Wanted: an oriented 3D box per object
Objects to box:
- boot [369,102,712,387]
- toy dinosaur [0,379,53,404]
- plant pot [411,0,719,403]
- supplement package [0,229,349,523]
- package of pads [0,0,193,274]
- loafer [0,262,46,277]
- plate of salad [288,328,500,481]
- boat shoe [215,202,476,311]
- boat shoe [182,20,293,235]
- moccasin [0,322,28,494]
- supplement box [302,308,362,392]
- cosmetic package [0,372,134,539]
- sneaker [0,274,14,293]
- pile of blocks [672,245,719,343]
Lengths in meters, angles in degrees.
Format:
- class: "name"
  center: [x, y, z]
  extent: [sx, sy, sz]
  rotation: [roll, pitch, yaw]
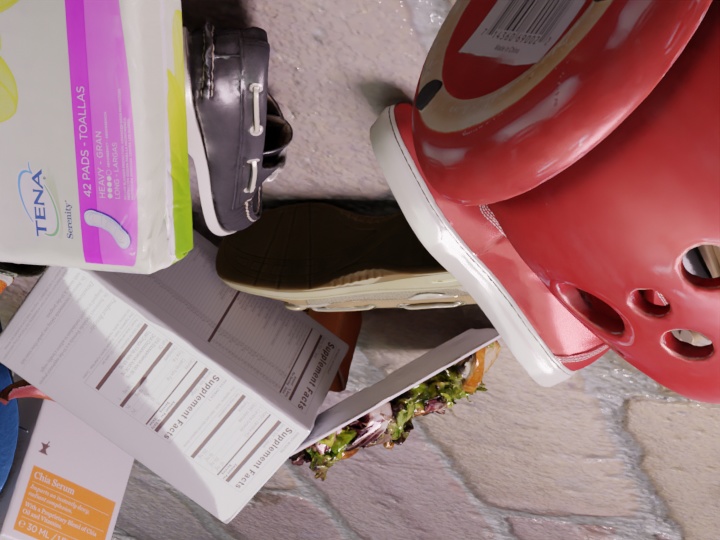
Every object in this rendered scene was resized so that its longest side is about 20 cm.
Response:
- class: "boot"
  center: [0.111, -0.043, 0.890]
  extent: [0.144, 0.072, 0.200]
  rotation: [-35, 107, 22]
- class: "toy dinosaur"
  center: [-0.170, 0.115, 1.253]
  extent: [0.182, 0.200, 0.105]
  rotation: [56, 159, -10]
- class: "plant pot"
  center: [0.139, -0.071, 0.676]
  extent: [0.182, 0.201, 0.200]
  rotation: [38, 147, -24]
- class: "supplement package"
  center: [-0.127, 0.054, 1.044]
  extent: [0.200, 0.114, 0.110]
  rotation: [37, 122, -6]
- class: "package of pads"
  center: [-0.171, -0.101, 0.792]
  extent: [0.154, 0.068, 0.201]
  rotation: [5, 109, 17]
- class: "loafer"
  center: [-0.237, -0.031, 1.038]
  extent: [0.075, 0.068, 0.200]
  rotation: [22, 171, -8]
- class: "plate of salad"
  center: [0.029, 0.095, 1.086]
  extent: [0.048, 0.200, 0.200]
  rotation: [61, 147, 4]
- class: "boat shoe"
  center: [0.001, -0.002, 1.014]
  extent: [0.200, 0.073, 0.063]
  rotation: [-5, 144, 20]
- class: "boat shoe"
  center: [-0.070, -0.080, 0.898]
  extent: [0.060, 0.074, 0.200]
  rotation: [-5, 152, 2]
- class: "moccasin"
  center: [-0.309, 0.092, 1.234]
  extent: [0.080, 0.201, 0.068]
  rotation: [1, 167, -15]
- class: "supplement box"
  center: [-0.104, 0.035, 1.143]
  extent: [0.199, 0.067, 0.069]
  rotation: [7, 153, 14]
- class: "cosmetic package"
  center: [-0.246, 0.147, 1.280]
  extent: [0.101, 0.200, 0.071]
  rotation: [31, 148, -34]
- class: "sneaker"
  center: [-0.321, -0.024, 1.059]
  extent: [0.200, 0.077, 0.073]
  rotation: [49, 179, -44]
- class: "pile of blocks"
  center: [0.223, 0.006, 0.946]
  extent: [0.062, 0.082, 0.200]
  rotation: [-21, -176, -31]
